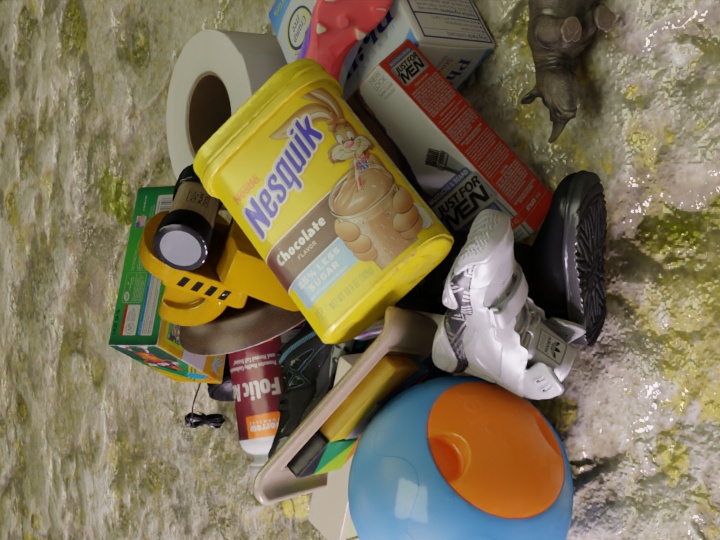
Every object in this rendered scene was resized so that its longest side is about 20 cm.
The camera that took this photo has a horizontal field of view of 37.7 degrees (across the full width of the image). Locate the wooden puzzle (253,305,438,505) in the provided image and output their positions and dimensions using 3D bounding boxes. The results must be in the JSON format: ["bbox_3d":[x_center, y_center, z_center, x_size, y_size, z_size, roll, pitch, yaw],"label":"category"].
[{"bbox_3d":[-0.002,0.126,0.959,0.037,0.185,0.201,38,95,17],"label":"wooden puzzle"}]

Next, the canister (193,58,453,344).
[{"bbox_3d":[-0.032,-0.057,0.903,0.148,0.086,0.201,-42,72,12],"label":"canister"}]

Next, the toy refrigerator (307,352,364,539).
[{"bbox_3d":[0.007,0.194,1.141,0.070,0.075,0.203,32,117,47],"label":"toy refrigerator"}]

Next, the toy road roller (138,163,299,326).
[{"bbox_3d":[-0.137,-0.007,1.124,0.124,0.197,0.147,-83,14,-53],"label":"toy road roller"}]

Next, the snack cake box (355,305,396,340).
[{"bbox_3d":[0.000,0.000,1.040,0.066,0.200,0.117,-14,80,10],"label":"snack cake box"}]

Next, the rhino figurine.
[{"bbox_3d":[0.173,-0.210,0.899,0.087,0.059,0.203,-151,62,-69],"label":"rhino figurine"}]

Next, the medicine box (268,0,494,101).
[{"bbox_3d":[0.014,-0.245,1.073,0.182,0.102,0.202,-47,56,44],"label":"medicine box"}]

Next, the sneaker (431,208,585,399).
[{"bbox_3d":[0.125,0.033,0.843,0.114,0.076,0.201,22,147,10],"label":"sneaker"}]

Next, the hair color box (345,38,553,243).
[{"bbox_3d":[0.069,-0.095,0.967,0.200,0.064,0.111,47,136,-2],"label":"hair color box"}]

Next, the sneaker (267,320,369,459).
[{"bbox_3d":[-0.059,0.125,1.163,0.081,0.073,0.202,21,75,19],"label":"sneaker"}]

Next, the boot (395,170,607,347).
[{"bbox_3d":[0.108,-0.022,0.912,0.198,0.066,0.167,14,128,31],"label":"boot"}]

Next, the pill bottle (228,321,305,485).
[{"bbox_3d":[-0.092,0.150,1.236,0.114,0.113,0.203,-18,79,52],"label":"pill bottle"}]

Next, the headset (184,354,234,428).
[{"bbox_3d":[-0.176,0.127,1.400,0.124,0.093,0.201,46,112,41],"label":"headset"}]

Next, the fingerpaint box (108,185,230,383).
[{"bbox_3d":[-0.223,0.021,1.304,0.072,0.167,0.203,-1,70,21],"label":"fingerpaint box"}]

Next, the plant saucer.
[{"bbox_3d":[-0.119,0.028,1.199,0.199,0.199,0.032,10,128,52],"label":"plant saucer"}]

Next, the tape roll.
[{"bbox_3d":[-0.120,-0.172,1.226,0.201,0.138,0.206,5,96,52],"label":"tape roll"}]

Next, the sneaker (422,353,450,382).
[{"bbox_3d":[0.057,0.183,1.078,0.077,0.069,0.203,-16,77,50],"label":"sneaker"}]

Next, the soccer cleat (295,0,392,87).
[{"bbox_3d":[-0.024,-0.221,0.994,0.077,0.066,0.202,-105,36,-60],"label":"soccer cleat"}]

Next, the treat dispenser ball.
[{"bbox_3d":[0.088,0.195,0.932,0.200,0.199,0.204,6,98,52],"label":"treat dispenser ball"}]
